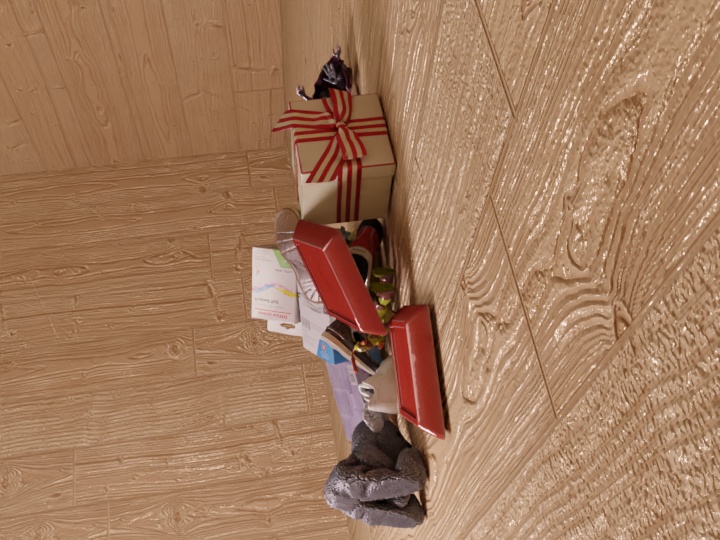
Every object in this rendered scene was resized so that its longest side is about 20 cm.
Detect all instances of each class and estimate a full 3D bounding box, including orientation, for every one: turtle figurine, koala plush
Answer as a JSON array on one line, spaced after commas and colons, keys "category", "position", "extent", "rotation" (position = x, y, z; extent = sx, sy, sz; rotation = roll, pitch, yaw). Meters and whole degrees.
[{"category": "turtle figurine", "position": [0.034, 0.087, 1.491], "extent": [0.200, 0.064, 0.161], "rotation": [-58, -21, -53]}, {"category": "koala plush", "position": [0.028, 0.348, 1.508], "extent": [0.200, 0.183, 0.178], "rotation": [-87, -2, -50]}]

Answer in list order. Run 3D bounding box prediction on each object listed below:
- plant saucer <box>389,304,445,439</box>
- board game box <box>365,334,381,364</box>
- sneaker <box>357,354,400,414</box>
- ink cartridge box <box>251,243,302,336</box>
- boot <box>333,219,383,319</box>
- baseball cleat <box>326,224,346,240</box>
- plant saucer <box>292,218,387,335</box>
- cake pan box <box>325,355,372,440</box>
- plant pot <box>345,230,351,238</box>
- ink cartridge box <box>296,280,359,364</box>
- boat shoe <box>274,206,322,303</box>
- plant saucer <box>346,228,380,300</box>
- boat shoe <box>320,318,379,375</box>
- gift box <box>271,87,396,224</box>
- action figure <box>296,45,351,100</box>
[{"category": "plant saucer", "position": [0.083, 0.156, 1.284], "extent": [0.200, 0.037, 0.200], "rotation": [158, 105, -83]}, {"category": "board game box", "position": [-0.009, 0.200, 1.827], "extent": [0.200, 0.040, 0.153], "rotation": [24, 127, 63]}, {"category": "sneaker", "position": [0.038, 0.213, 1.528], "extent": [0.200, 0.088, 0.075], "rotation": [-108, 12, -78]}, {"category": "ink cartridge box", "position": [-0.173, 0.048, 1.769], "extent": [0.067, 0.117, 0.200], "rotation": [-17, -70, -62]}, {"category": "boot", "position": [0.000, 0.000, 1.570], "extent": [0.144, 0.072, 0.200], "rotation": [-68, -6, -50]}, {"category": "baseball cleat", "position": [-0.106, -0.038, 1.814], "extent": [0.070, 0.200, 0.107], "rotation": [36, -138, -43]}, {"category": "plant saucer", "position": [-0.046, 0.015, 1.386], "extent": [0.200, 0.037, 0.200], "rotation": [19, 137, 64]}, {"category": "cake pan box", "position": [-0.005, 0.275, 1.747], "extent": [0.184, 0.052, 0.200], "rotation": [-18, 88, 67]}, {"category": "plant pot", "position": [-0.085, 0.001, 1.927], "extent": [0.200, 0.200, 0.188], "rotation": [-126, 37, -75]}, {"category": "ink cartridge box", "position": [-0.063, 0.074, 1.678], "extent": [0.145, 0.084, 0.200], "rotation": [22, 120, 59]}, {"category": "boat shoe", "position": [-0.102, -0.035, 1.523], "extent": [0.063, 0.073, 0.200], "rotation": [-51, -51, -49]}, {"category": "plant saucer", "position": [0.013, 0.021, 1.703], "extent": [0.200, 0.048, 0.200], "rotation": [139, 123, -80]}, {"category": "boat shoe", "position": [-0.004, 0.148, 1.581], "extent": [0.073, 0.063, 0.200], "rotation": [25, 168, 37]}, {"category": "gift box", "position": [-0.048, -0.191, 1.420], "extent": [0.187, 0.200, 0.185], "rotation": [97, 159, -57]}, {"category": "action figure", "position": [-0.044, -0.382, 1.705], "extent": [0.149, 0.134, 0.200], "rotation": [41, -171, -2]}]
